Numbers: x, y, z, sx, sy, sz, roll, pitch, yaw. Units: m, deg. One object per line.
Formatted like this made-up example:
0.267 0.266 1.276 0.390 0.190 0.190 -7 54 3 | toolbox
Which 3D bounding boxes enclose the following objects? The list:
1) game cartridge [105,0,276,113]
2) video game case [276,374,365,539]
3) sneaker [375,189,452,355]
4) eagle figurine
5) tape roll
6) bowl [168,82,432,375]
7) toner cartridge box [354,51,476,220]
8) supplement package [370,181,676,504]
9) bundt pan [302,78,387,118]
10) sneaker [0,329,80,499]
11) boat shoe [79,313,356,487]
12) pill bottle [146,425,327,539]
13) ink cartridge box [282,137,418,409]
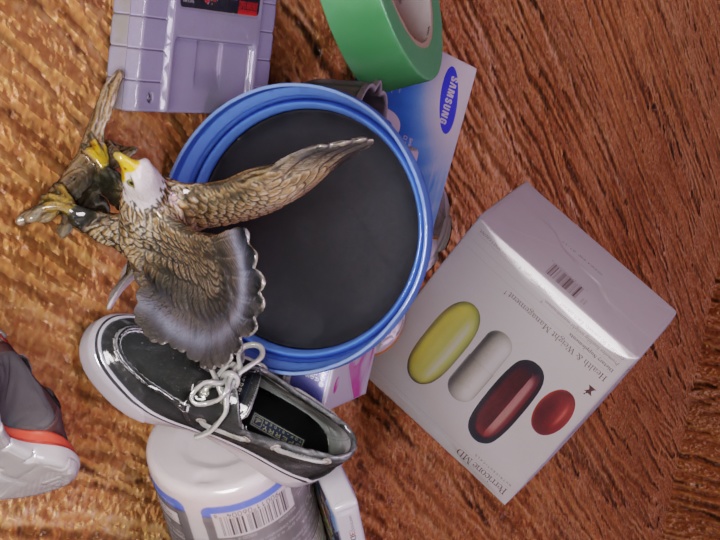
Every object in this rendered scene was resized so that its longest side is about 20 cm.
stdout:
-0.111 -0.174 1.271 0.200 0.038 0.130 -11 112 -67 | game cartridge
-0.032 0.166 1.436 0.183 0.023 0.200 80 -12 -46 | video game case
0.022 -0.025 1.612 0.092 0.075 0.201 64 39 -48 | sneaker
-0.104 -0.030 1.109 0.151 0.199 0.153 -12 116 -66 | eagle figurine
0.011 -0.242 1.437 0.200 0.048 0.201 -13 90 -74 | tape roll
-0.042 -0.029 1.269 0.039 0.200 0.202 -2 101 -70 | bowl
0.027 -0.098 1.561 0.095 0.043 0.201 23 72 -22 | toner cartridge box
0.145 0.065 1.693 0.200 0.191 0.147 -53 171 27 | supplement package
-0.042 -0.055 1.398 0.202 0.075 0.203 13 90 -80 | bundt pan
-0.230 0.068 1.049 0.200 0.077 0.082 56 20 -61 | sneaker
-0.092 0.084 1.228 0.199 0.068 0.074 35 56 -18 | boat shoe
-0.085 0.191 1.367 0.201 0.113 0.114 79 29 -41 | pill bottle
0.000 0.000 1.381 0.200 0.043 0.197 -12 115 -76 | ink cartridge box
